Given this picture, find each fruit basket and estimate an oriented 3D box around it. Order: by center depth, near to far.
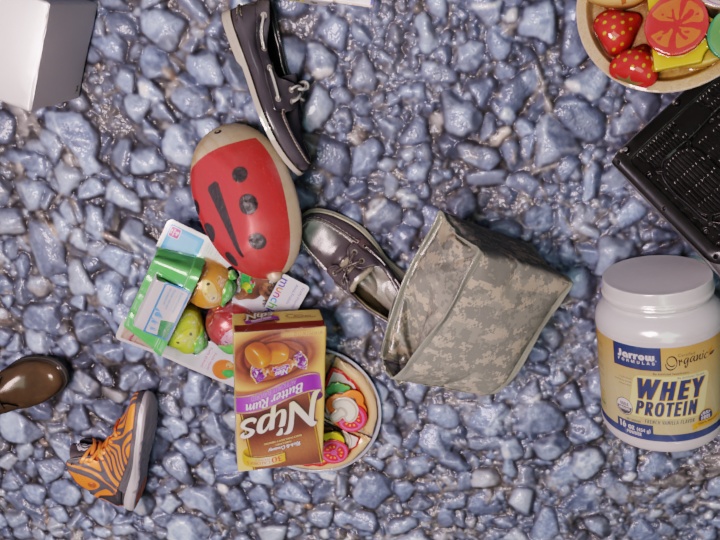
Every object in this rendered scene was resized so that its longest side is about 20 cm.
[{"bbox_3d":[-0.193,0.057,0.902,0.198,0.094,0.187,28,110,-10],"label":"fruit basket"}]

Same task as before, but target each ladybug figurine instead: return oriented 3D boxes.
[{"bbox_3d":[-0.141,-0.079,0.824,0.135,0.072,0.202,-32,79,30],"label":"ladybug figurine"}]

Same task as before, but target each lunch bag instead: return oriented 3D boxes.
[{"bbox_3d":[0.127,0.055,0.837,0.162,0.118,0.202,15,112,-32],"label":"lunch bag"}]

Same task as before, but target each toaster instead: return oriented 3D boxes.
[{"bbox_3d":[0.406,-0.106,0.745,0.181,0.118,0.201,-45,57,18],"label":"toaster"}]

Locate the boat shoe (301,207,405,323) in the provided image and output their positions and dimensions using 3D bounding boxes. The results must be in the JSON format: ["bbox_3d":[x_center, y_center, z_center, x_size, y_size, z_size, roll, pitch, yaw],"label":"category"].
[{"bbox_3d":[0.000,0.000,0.879,0.200,0.065,0.072,42,108,-11],"label":"boat shoe"}]

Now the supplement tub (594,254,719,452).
[{"bbox_3d":[0.360,0.097,0.844,0.142,0.145,0.203,-9,109,8],"label":"supplement tub"}]

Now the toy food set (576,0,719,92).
[{"bbox_3d":[0.322,-0.287,0.721,0.195,0.048,0.204,-7,87,23],"label":"toy food set"}]

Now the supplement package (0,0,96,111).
[{"bbox_3d":[-0.422,-0.277,0.782,0.197,0.122,0.121,21,110,-4],"label":"supplement package"}]

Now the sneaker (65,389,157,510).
[{"bbox_3d":[-0.357,0.250,0.993,0.110,0.078,0.203,16,111,-3],"label":"sneaker"}]

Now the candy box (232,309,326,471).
[{"bbox_3d":[-0.105,0.155,0.901,0.114,0.057,0.203,-3,113,-13],"label":"candy box"}]

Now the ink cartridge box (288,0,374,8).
[{"bbox_3d":[-0.068,-0.393,0.744,0.196,0.047,0.201,9,102,0],"label":"ink cartridge box"}]

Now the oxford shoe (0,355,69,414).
[{"bbox_3d":[-0.501,0.176,0.975,0.197,0.085,0.074,-18,106,9],"label":"oxford shoe"}]

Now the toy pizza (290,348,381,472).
[{"bbox_3d":[-0.069,0.202,0.976,0.196,0.032,0.204,2,110,4],"label":"toy pizza"}]

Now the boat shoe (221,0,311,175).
[{"bbox_3d":[-0.092,-0.211,0.807,0.062,0.073,0.203,-21,102,9],"label":"boat shoe"}]
